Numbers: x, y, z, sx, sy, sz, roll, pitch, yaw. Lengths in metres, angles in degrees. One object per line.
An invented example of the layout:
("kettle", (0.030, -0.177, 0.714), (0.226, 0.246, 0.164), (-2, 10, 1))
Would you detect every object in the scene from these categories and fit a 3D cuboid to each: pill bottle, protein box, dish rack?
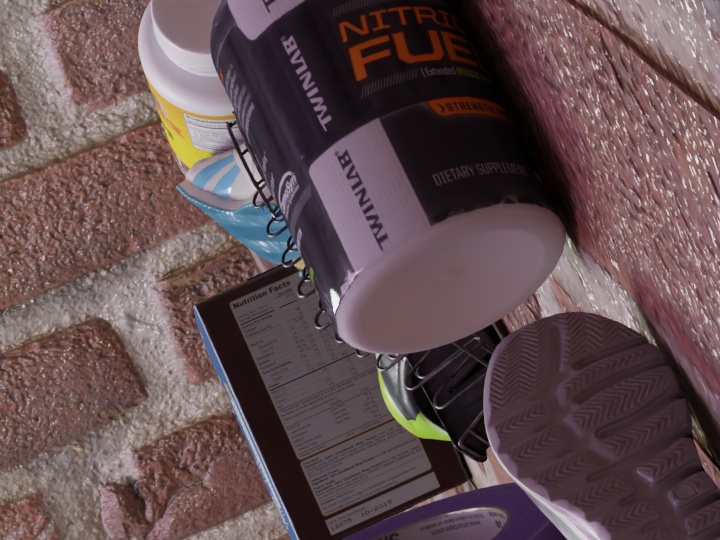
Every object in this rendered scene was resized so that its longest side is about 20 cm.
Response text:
("pill bottle", (-0.085, -0.131, 1.919), (0.200, 0.109, 0.109), (78, 168, -66))
("protein box", (-0.026, 0.096, 2.186), (0.199, 0.135, 0.200), (114, 132, -84))
("pill bottle", (0.001, -0.072, 1.233), (0.106, 0.106, 0.200), (75, 170, -62))
("dish rack", (0.000, 0.000, 1.522), (0.200, 0.055, 0.153), (36, -165, -38))

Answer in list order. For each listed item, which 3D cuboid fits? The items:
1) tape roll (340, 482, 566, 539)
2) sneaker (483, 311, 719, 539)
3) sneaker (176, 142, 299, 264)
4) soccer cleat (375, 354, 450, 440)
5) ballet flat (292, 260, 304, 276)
("tape roll", (0.035, 0.195, 1.589), (0.200, 0.200, 0.085), (-145, 32, -81))
("sneaker", (0.108, 0.110, 1.096), (0.200, 0.077, 0.112), (-118, 8, -45))
("sneaker", (-0.052, -0.056, 1.847), (0.076, 0.081, 0.200), (37, 167, -22))
("soccer cleat", (0.024, 0.012, 1.735), (0.081, 0.067, 0.200), (15, 132, 61))
("ballet flat", (-0.006, -0.020, 1.902), (0.200, 0.071, 0.071), (-144, 31, -82))
